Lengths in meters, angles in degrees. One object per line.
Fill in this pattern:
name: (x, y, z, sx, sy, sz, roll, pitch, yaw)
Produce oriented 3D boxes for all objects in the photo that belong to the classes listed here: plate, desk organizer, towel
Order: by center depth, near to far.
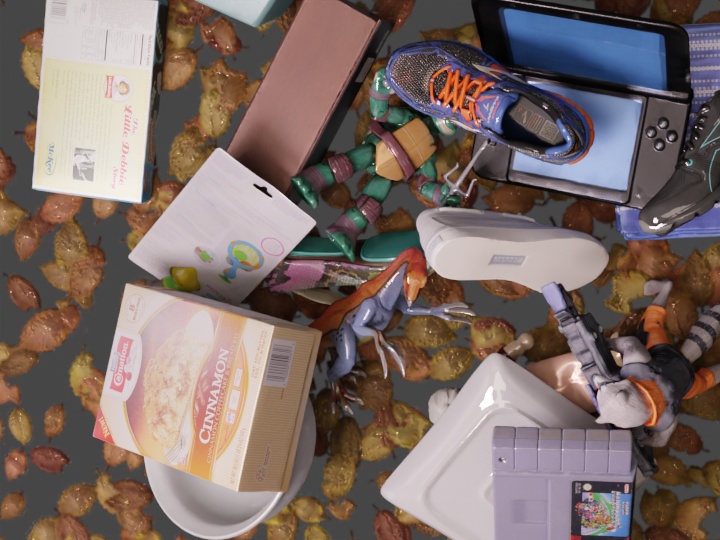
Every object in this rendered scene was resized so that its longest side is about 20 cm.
towel: (0.310, -0.130, 1.589, 0.144, 0.024, 0.201, -2, 98, 9)
desk organizer: (-0.052, -0.168, 1.622, 0.077, 0.072, 0.201, 30, 102, 7)
plate: (0.150, 0.206, 1.626, 0.199, 0.032, 0.200, 34, 113, -8)

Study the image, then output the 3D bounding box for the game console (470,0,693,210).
game console: (0.194, -0.151, 1.544, 0.199, 0.116, 0.177, 13, 101, 19)

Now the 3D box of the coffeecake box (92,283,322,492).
coffeecake box: (-0.146, 0.108, 1.584, 0.199, 0.073, 0.154, 14, 92, 39)

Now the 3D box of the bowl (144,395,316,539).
bowl: (-0.112, 0.163, 1.652, 0.200, 0.090, 0.202, -8, 77, 37)

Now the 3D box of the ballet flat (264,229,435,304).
ballet flat: (0.000, 0.000, 1.646, 0.199, 0.069, 0.072, -2, 116, 14)

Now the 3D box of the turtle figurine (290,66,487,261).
turtle figurine: (0.038, -0.109, 1.597, 0.200, 0.101, 0.150, -39, 94, -5)

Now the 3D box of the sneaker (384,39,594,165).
sneaker: (0.115, -0.152, 1.503, 0.199, 0.078, 0.076, 21, 101, 5)

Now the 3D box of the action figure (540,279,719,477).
action figure: (0.259, 0.072, 1.540, 0.104, 0.193, 0.201, -26, 101, 42)

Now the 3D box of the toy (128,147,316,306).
toy: (-0.130, -0.039, 1.629, 0.115, 0.047, 0.200, 36, 133, -10)

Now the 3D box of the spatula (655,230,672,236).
spatula: (0.349, -0.096, 1.565, 0.200, 0.021, 0.057, -38, 98, 1)

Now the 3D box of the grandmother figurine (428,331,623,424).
grandmother figurine: (0.162, 0.123, 1.637, 0.199, 0.061, 0.122, -12, 83, 14)

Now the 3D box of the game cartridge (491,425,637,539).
game cartridge: (0.186, 0.215, 1.550, 0.129, 0.039, 0.201, 4, 138, 10)

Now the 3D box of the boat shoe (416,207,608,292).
boat shoe: (0.141, -0.025, 1.586, 0.199, 0.069, 0.072, 0, 133, -26)

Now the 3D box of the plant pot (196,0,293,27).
plant pot: (-0.090, -0.338, 1.571, 0.141, 0.141, 0.201, 24, 108, 6)

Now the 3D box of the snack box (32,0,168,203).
snack box: (-0.258, -0.173, 1.673, 0.115, 0.037, 0.201, 8, 100, 9)

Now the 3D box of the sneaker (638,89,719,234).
sneaker: (0.319, -0.110, 1.520, 0.200, 0.075, 0.079, -39, 93, -8)

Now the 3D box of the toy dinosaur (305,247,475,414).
toy dinosaur: (0.001, 0.045, 1.596, 0.199, 0.105, 0.182, 19, 123, 8)
